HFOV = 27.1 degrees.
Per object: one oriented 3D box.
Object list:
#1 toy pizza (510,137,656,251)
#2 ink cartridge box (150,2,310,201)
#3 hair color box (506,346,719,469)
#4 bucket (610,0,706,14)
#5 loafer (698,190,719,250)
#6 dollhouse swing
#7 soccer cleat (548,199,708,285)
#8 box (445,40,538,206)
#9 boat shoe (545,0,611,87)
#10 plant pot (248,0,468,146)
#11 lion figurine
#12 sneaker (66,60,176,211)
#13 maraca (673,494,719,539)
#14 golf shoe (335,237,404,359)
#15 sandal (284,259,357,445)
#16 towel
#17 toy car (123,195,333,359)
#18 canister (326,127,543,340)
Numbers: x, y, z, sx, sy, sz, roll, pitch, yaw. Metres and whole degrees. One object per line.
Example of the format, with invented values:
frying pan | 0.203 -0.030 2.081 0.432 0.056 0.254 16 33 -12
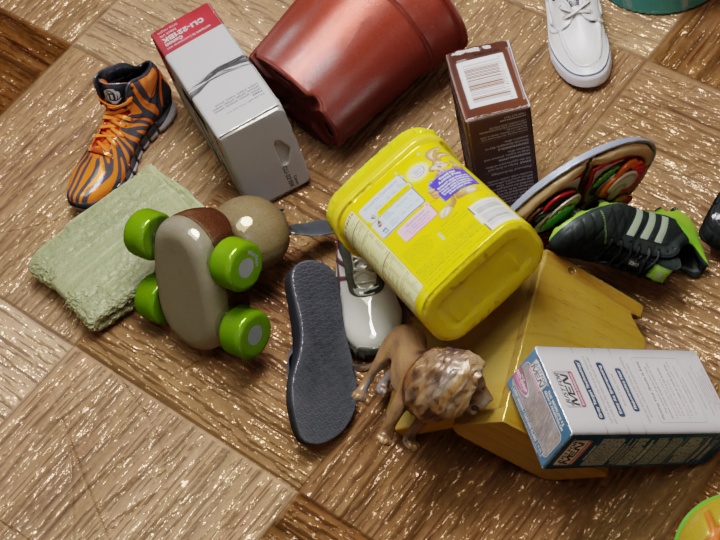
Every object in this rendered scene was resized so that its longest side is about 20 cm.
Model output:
toy pizza | 0.224 -0.066 1.542 0.200 0.200 0.032 -28 71 -8
ink cartridge box | -0.150 -0.189 1.737 0.084 0.144 0.200 -31 55 -7
hair color box | 0.248 0.130 1.416 0.200 0.061 0.100 4 49 -30
bucket | 0.361 -0.416 1.788 0.207 0.135 0.207 -6 55 9
loafer | 0.429 -0.094 1.597 0.070 0.068 0.201 30 61 7
dollhouse swing | 0.158 0.111 1.529 0.182 0.176 0.200 29 57 -18
soccer cleat | 0.280 -0.026 1.529 0.200 0.068 0.081 -1 54 -36
box | 0.146 -0.139 1.603 0.075 0.200 0.100 -13 55 0
boat shoe | 0.251 -0.306 1.778 0.073 0.065 0.200 -14 54 2
plant pot | -0.014 -0.263 1.742 0.195 0.201 0.201 -46 59 -10
lion figurine | 0.051 0.098 1.464 0.123 0.072 0.200 -63 32 15
sneaker | -0.300 -0.172 1.779 0.077 0.112 0.200 16 61 22
maraca | 0.377 0.267 1.327 0.200 0.107 0.137 13 67 20
golf shoe | 0.000 0.000 1.610 0.077 0.088 0.200 -9 56 4
sandal | -0.046 0.089 1.571 0.076 0.043 0.200 10 65 -25
towel | -0.269 -0.027 1.719 0.200 0.037 0.148 -41 58 -17
toy car | -0.128 -0.018 1.642 0.164 0.158 0.200 18 36 37
canister | 0.072 -0.037 1.479 0.149 0.087 0.200 -42 42 0
